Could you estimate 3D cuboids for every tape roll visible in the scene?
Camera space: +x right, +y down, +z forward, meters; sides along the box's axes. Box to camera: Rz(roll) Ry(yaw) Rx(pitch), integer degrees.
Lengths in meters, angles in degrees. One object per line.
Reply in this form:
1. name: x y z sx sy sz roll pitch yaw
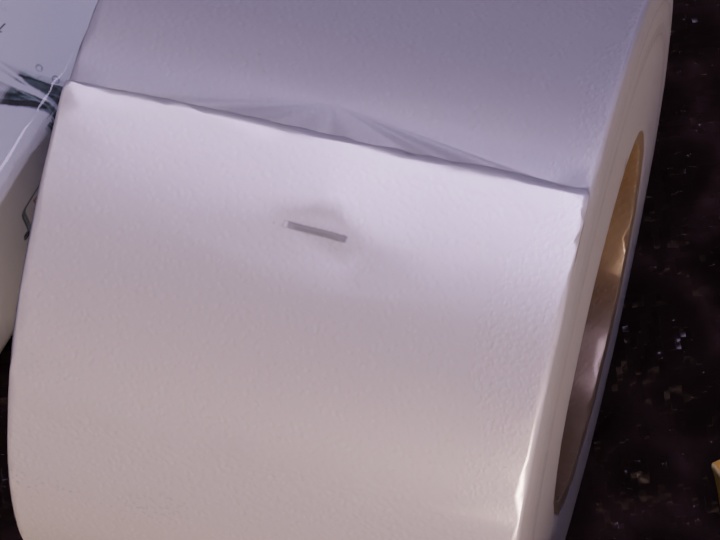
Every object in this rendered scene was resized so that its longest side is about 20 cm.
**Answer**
1. tape roll: 0.000 0.000 0.801 0.139 0.203 0.203 13 66 8

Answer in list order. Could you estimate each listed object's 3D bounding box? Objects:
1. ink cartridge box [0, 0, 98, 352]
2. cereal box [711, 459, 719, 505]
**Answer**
1. ink cartridge box: -0.143 -0.075 0.909 0.146 0.083 0.200 26 68 14
2. cereal box: 0.221 0.067 0.819 0.200 0.040 0.144 -24 42 -8
